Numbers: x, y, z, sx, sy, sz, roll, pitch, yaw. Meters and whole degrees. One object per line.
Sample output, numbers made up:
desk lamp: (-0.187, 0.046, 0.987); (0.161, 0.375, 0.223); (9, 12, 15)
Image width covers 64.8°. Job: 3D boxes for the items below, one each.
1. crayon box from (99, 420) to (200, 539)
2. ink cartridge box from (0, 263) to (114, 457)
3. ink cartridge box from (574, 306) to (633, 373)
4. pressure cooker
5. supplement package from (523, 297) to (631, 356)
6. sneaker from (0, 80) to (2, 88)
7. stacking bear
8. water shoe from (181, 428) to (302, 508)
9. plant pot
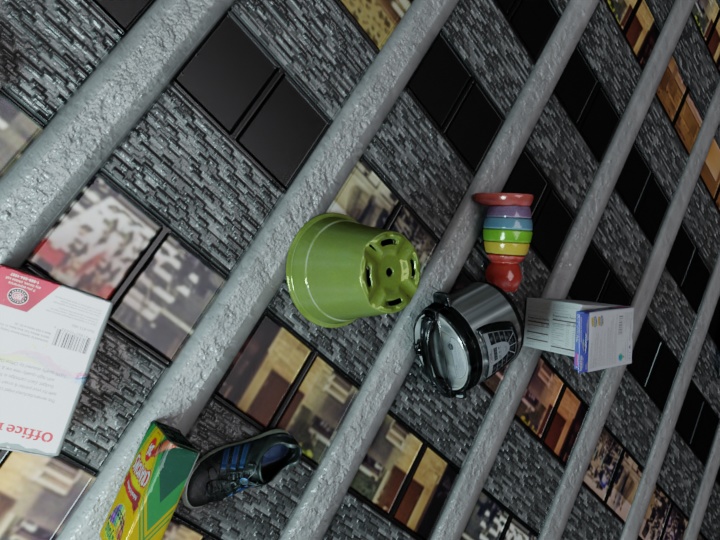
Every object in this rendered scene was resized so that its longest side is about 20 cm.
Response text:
crayon box: (-0.301, 0.327, 0.787); (0.050, 0.125, 0.206); (29, 75, -28)
ink cartridge box: (-0.426, 0.113, 0.725); (0.143, 0.082, 0.207); (24, 78, -32)
ink cartridge box: (0.504, 0.143, 1.191); (0.194, 0.041, 0.125); (-2, 94, -36)
pressure cooker: (0.195, 0.135, 1.092); (0.195, 0.181, 0.178); (-21, 63, -30)
supplement package: (0.497, 0.128, 1.302); (0.194, 0.154, 0.116); (5, 91, -33)
sneaker: (-0.536, -0.240, 0.652); (0.198, 0.069, 0.102); (35, 67, -33)
stacking bear: (0.307, -0.057, 1.206); (0.118, 0.112, 0.209); (-1, 96, -33)
water shoe: (-0.184, 0.310, 0.893); (0.195, 0.078, 0.074); (-23, 103, -31)
plant pot: (0.000, 0.000, 0.947); (0.194, 0.188, 0.209); (0, 90, -32)
